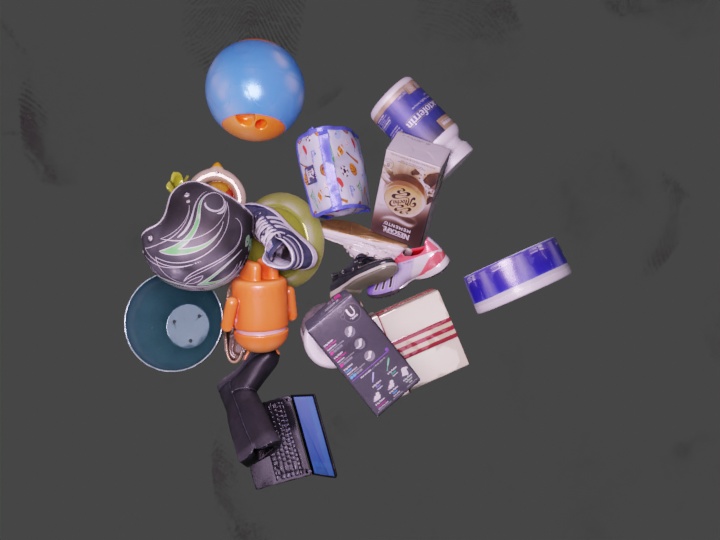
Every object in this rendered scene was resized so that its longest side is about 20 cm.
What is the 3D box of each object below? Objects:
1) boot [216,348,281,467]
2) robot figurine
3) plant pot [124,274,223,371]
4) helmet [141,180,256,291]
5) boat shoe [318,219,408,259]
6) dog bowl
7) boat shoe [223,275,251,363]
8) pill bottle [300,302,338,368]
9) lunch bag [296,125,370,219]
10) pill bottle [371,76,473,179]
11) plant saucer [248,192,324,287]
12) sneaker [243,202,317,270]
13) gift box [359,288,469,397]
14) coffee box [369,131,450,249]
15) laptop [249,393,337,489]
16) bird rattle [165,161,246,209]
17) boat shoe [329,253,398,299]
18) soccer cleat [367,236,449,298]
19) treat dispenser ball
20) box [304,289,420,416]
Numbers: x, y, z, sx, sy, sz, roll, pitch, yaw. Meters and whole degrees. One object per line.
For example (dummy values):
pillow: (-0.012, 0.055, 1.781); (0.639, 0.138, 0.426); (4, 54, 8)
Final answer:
boot: (-0.205, 0.275, 1.713); (0.165, 0.066, 0.201); (-42, 44, 15)
robot figurine: (-0.204, 0.078, 1.696); (0.116, 0.144, 0.202); (2, 101, 17)
plant pot: (-0.372, 0.111, 1.739); (0.198, 0.135, 0.202); (0, 81, 1)
helmet: (-0.313, -0.054, 1.619); (0.199, 0.200, 0.192); (25, 74, 5)
boat shoe: (-0.001, -0.052, 1.738); (0.198, 0.071, 0.070); (15, 117, 9)
dog bowl: (0.305, 0.010, 1.641); (0.199, 0.200, 0.079); (-24, 85, 6)
boat shoe: (-0.253, 0.095, 1.768); (0.071, 0.065, 0.202); (0, 91, 6)
pill bottle: (-0.062, 0.124, 1.674); (0.112, 0.200, 0.114); (0, 94, -7)
lunch bag: (-0.054, -0.193, 1.674); (0.123, 0.200, 0.172); (-12, 91, 6)
pill bottle: (0.126, -0.282, 1.696); (0.116, 0.116, 0.200); (-44, 88, 5)
plant saucer: (-0.170, -0.060, 1.743); (0.198, 0.031, 0.202); (3, 98, 23)
sneaker: (-0.184, -0.069, 1.672); (0.199, 0.108, 0.070); (37, 109, 15)
gift box: (0.086, 0.133, 1.683); (0.186, 0.185, 0.201); (-24, 86, -3)
coffee box: (0.096, -0.157, 1.665); (0.112, 0.080, 0.201); (20, 131, 10)
laptop: (-0.157, 0.358, 1.745); (0.198, 0.103, 0.179); (-16, 89, 6)
bird rattle: (-0.312, -0.133, 1.755); (0.163, 0.113, 0.200); (-41, 89, -7)
boat shoe: (0.002, 0.000, 1.702); (0.074, 0.199, 0.067); (4, 68, -31)
soccer cleat: (0.085, -0.005, 1.701); (0.199, 0.068, 0.073); (-25, 109, 34)
treat dispenser ball: (-0.210, -0.361, 1.686); (0.199, 0.201, 0.203); (0, 91, 6)
box: (0.001, 0.145, 1.520); (0.106, 0.122, 0.200); (-40, 97, -3)
